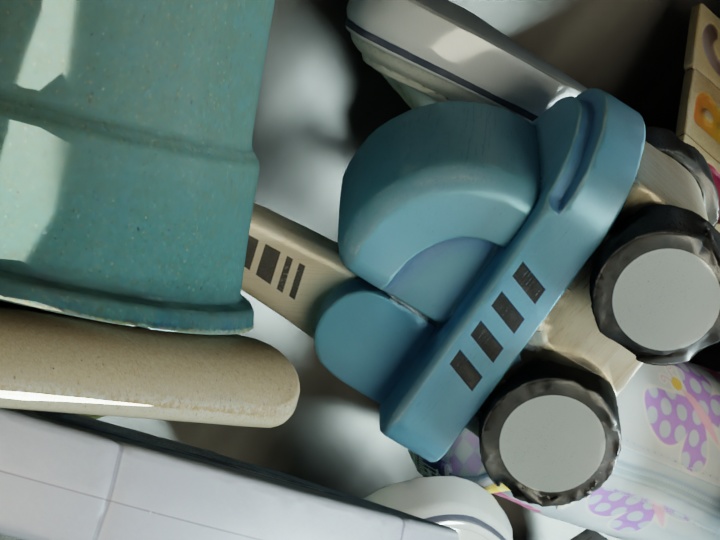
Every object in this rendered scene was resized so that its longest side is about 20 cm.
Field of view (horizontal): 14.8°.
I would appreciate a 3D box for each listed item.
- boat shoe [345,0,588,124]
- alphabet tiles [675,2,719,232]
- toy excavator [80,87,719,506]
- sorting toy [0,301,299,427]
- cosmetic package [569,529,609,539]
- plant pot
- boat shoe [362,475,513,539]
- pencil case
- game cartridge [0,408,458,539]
[{"bbox_3d":[0.051,-0.036,1.021,0.202,0.075,0.086,27,98,-49],"label":"boat shoe"},{"bbox_3d":[0.190,-0.010,1.078,0.200,0.006,0.167,37,47,-28],"label":"alphabet tiles"},{"bbox_3d":[0.000,0.000,0.937,0.199,0.100,0.195,32,111,-10],"label":"toy excavator"},{"bbox_3d":[-0.143,0.010,0.791,0.185,0.199,0.037,9,98,-56],"label":"sorting toy"},{"bbox_3d":[0.107,0.212,1.141,0.050,0.082,0.201,-29,130,-34],"label":"cosmetic package"},{"bbox_3d":[-0.103,-0.103,0.813,0.199,0.200,0.198,11,96,-37],"label":"plant pot"},{"bbox_3d":[0.034,0.152,1.052,0.071,0.066,0.201,-16,142,-7],"label":"boat shoe"},{"bbox_3d":[0.112,0.069,1.091,0.199,0.090,0.084,21,90,-40],"label":"pencil case"},{"bbox_3d":[-0.070,0.066,0.834,0.199,0.133,0.041,19,82,-44],"label":"game cartridge"}]
